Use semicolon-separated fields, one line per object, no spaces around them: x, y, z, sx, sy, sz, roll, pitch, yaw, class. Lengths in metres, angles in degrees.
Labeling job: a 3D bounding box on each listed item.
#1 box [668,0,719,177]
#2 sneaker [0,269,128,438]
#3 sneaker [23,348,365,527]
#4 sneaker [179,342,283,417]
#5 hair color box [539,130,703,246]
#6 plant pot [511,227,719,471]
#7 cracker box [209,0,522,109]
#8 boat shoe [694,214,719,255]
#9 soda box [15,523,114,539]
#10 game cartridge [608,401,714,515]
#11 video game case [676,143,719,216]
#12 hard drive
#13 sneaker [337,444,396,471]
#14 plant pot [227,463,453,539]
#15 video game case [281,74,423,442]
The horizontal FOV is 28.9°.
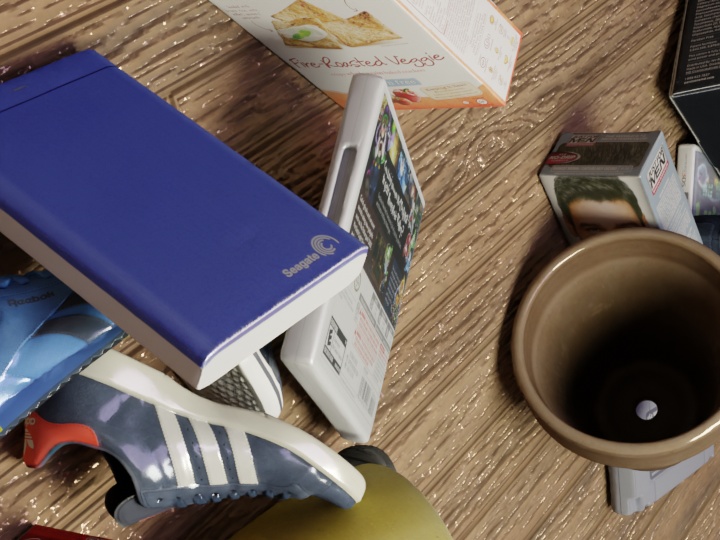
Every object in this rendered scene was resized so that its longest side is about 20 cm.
0.417;-0.206;1.424;0.200;0.123;0.199;43;51;-42;box
-0.162;0.022;0.700;0.200;0.066;0.079;-39;92;-22;sneaker
-0.095;0.111;0.782;0.198;0.075;0.085;24;78;-14;sneaker
-0.089;0.005;0.818;0.080;0.078;0.201;-53;131;-31;sneaker
0.242;-0.028;1.238;0.061;0.098;0.201;-56;133;-33;hair color box
0.240;0.089;1.191;0.175;0.198;0.202;57;47;-60;plant pot
-0.005;-0.168;0.874;0.200;0.133;0.058;34;66;-48;cracker box
0.384;-0.017;1.414;0.199;0.068;0.085;-10;100;-53;boat shoe
-0.144;0.242;0.765;0.063;0.069;0.202;-40;122;-45;soda box
0.296;0.144;1.373;0.199;0.041;0.135;-18;109;-51;game cartridge
0.381;-0.030;1.486;0.199;0.023;0.184;7;86;-53;video game case
-0.111;-0.035;0.704;0.132;0.199;0.026;-34;154;-46;hard drive
0.015;0.204;0.977;0.088;0.073;0.202;-26;122;-49;sneaker
-0.037;0.229;0.833;0.141;0.199;0.203;-8;99;-30;plant pot
0.000;0.000;0.905;0.200;0.023;0.184;63;39;-68;video game case
